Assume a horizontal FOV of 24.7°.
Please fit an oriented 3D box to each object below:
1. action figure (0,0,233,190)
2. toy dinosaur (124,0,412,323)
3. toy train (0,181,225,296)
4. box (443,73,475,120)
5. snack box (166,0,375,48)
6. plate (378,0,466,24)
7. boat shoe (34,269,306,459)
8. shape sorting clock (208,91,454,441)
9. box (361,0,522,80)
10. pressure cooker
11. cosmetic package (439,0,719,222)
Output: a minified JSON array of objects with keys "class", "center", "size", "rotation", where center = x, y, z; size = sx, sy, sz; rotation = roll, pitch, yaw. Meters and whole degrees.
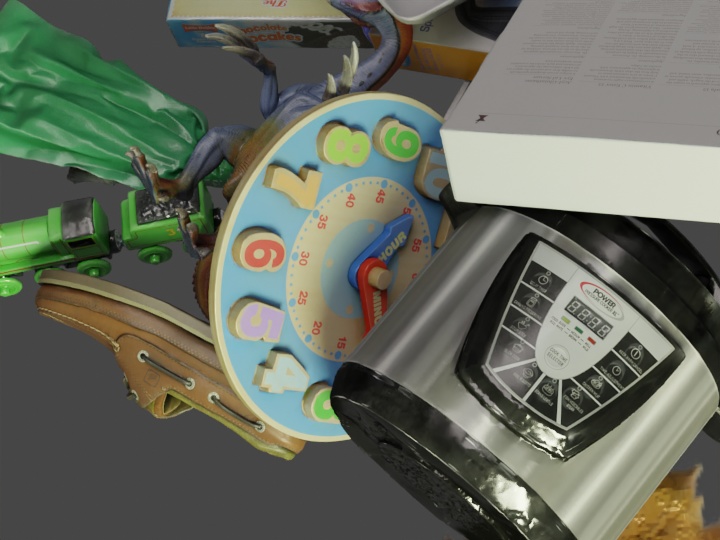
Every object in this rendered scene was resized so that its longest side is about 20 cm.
[{"class":"action figure","center":[-0.171,-0.096,1.077],"size":[0.200,0.055,0.118],"rotation":[22,70,13]},{"class":"toy dinosaur","center":[-0.045,-0.088,0.983],"size":[0.181,0.200,0.105],"rotation":[-32,64,-16]},{"class":"toy train","center":[-0.184,-0.019,1.042],"size":[0.199,0.056,0.042],"rotation":[-11,63,6]},{"class":"box","center":[0.139,-0.124,1.021],"size":[0.116,0.060,0.200],"rotation":[22,71,21]},{"class":"snack box","center":[-0.024,-0.207,1.107],"size":[0.199,0.037,0.116],"rotation":[3,65,13]},{"class":"plate","center":[0.066,-0.236,0.997],"size":[0.200,0.032,0.200],"rotation":[-28,51,-10]},{"class":"boat shoe","center":[-0.117,0.054,0.983],"size":[0.200,0.072,0.068],"rotation":[18,86,22]},{"class":"shape sorting clock","center":[0.000,0.000,0.922],"size":[0.039,0.200,0.200],"rotation":[19,68,43]},{"class":"box","center":[0.096,-0.171,0.996],"size":[0.199,0.041,0.119],"rotation":[13,68,21]},{"class":"pressure cooker","center":[0.102,0.045,0.886],"size":[0.200,0.176,0.178],"rotation":[-48,42,-13]},{"class":"cosmetic package","center":[0.161,-0.090,0.843],"size":[0.199,0.052,0.151],"rotation":[6,40,26]}]
